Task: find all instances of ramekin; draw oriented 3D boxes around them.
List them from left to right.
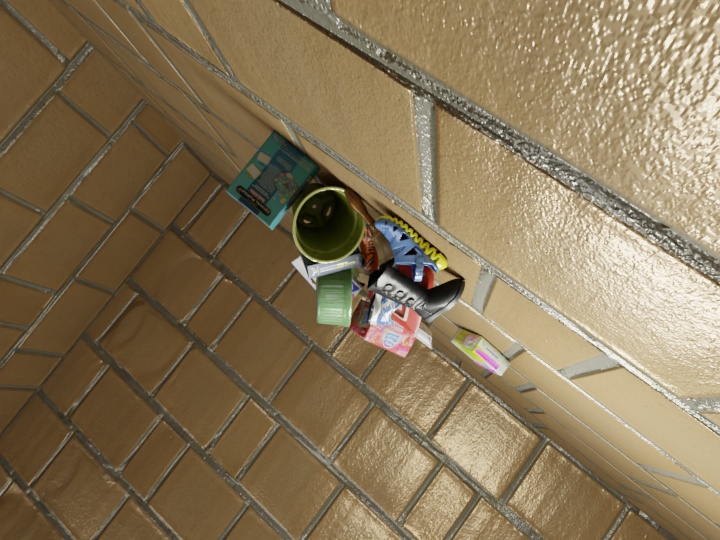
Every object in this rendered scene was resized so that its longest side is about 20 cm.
[{"bbox_3d":[-0.080,0.061,1.549,0.095,0.205,0.200,1,177,-6],"label":"ramekin"}]

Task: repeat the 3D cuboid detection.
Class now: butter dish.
[{"bbox_3d":[0.136,0.034,1.501,0.199,0.146,0.203,34,129,34],"label":"butter dish"}]

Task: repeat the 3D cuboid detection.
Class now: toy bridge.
[{"bbox_3d":[0.000,0.000,1.609,0.066,0.028,0.200,20,-169,-1],"label":"toy bridge"}]

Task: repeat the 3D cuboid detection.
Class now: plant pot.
[{"bbox_3d":[-0.107,-0.150,1.447,0.200,0.201,0.184,42,-176,-30],"label":"plant pot"}]

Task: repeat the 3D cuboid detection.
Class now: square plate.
[{"bbox_3d":[0.159,0.168,1.736,0.197,0.029,0.200,39,170,18],"label":"square plate"}]

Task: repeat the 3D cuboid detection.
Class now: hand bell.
[{"bbox_3d":[0.026,-0.123,1.344,0.201,0.104,0.104,53,173,-4],"label":"hand bell"}]

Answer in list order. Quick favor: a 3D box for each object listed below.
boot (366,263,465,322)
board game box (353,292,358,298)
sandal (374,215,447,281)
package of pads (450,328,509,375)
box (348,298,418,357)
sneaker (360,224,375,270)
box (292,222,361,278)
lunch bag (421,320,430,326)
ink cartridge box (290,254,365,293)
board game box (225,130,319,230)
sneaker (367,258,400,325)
[{"bbox_3d":[0.136,0.035,1.327,0.198,0.165,0.066,32,-142,-14],"label":"boot"},{"bbox_3d":[-0.019,0.006,1.896,0.104,0.201,0.103,37,174,-2],"label":"board game box"},{"bbox_3d":[0.108,-0.049,1.261,0.199,0.087,0.080,41,176,5],"label":"sandal"},{"bbox_3d":[0.421,0.286,1.916,0.154,0.069,0.200,40,174,-12],"label":"package of pads"},{"bbox_3d":[0.069,0.176,1.617,0.199,0.097,0.099,29,180,-40],"label":"box"},{"bbox_3d":[0.015,-0.069,1.551,0.200,0.113,0.077,43,172,-38],"label":"sneaker"},{"bbox_3d":[-0.098,-0.071,1.522,0.201,0.155,0.052,-116,16,-49],"label":"box"},{"bbox_3d":[0.174,0.091,1.765,0.200,0.118,0.164,43,173,13],"label":"lunch bag"},{"bbox_3d":[-0.103,0.003,1.725,0.198,0.047,0.199,49,142,-13],"label":"ink cartridge box"},{"bbox_3d":[-0.225,-0.232,1.382,0.150,0.201,0.047,38,174,6],"label":"board game box"},{"bbox_3d":[0.075,0.055,1.423,0.075,0.204,0.076,13,-157,-4],"label":"sneaker"}]
